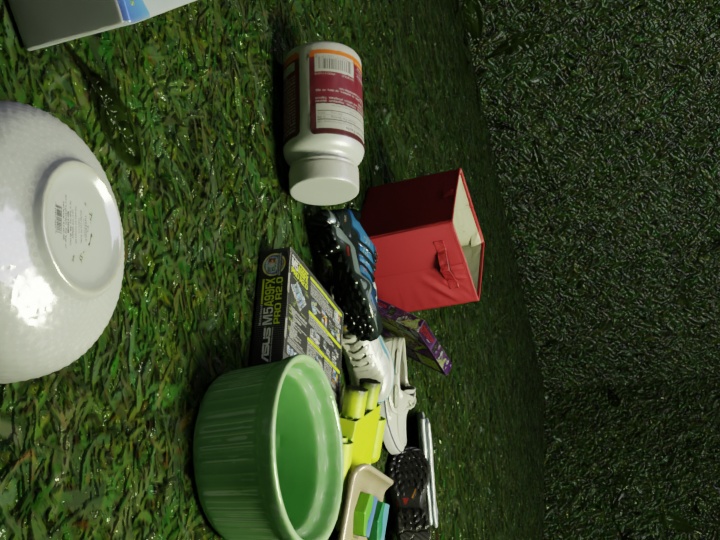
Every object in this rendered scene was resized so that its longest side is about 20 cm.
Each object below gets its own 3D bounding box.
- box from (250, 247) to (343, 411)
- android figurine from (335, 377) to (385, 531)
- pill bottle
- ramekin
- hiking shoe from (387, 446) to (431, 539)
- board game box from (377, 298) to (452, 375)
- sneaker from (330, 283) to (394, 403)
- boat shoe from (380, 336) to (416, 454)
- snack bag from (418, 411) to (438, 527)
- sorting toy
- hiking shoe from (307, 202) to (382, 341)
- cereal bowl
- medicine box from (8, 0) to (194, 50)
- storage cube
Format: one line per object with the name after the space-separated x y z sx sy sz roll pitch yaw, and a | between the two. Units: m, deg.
-0.076 0.088 1.128 0.200 0.044 0.162 55 32 -57 | box
-0.010 0.253 1.201 0.182 0.041 0.202 -3 102 -73 | android figurine
-0.051 -0.201 1.210 0.114 0.113 0.202 41 45 -65 | pill bottle
-0.096 0.193 0.930 0.200 0.097 0.202 -8 90 -73 | ramekin
0.078 0.397 1.482 0.201 0.075 0.101 -87 -176 -46 | hiking shoe
0.083 0.113 1.514 0.032 0.119 0.200 -61 151 -16 | board game box
-0.005 0.105 1.318 0.081 0.076 0.202 -6 82 -66 | sneaker
0.064 0.211 1.489 0.072 0.065 0.202 0 83 -73 | boat shoe
0.125 0.363 1.620 0.200 0.021 0.191 67 18 -84 | snack bag
0.002 0.369 1.169 0.185 0.036 0.202 57 46 -66 | sorting toy
0.000 0.000 1.256 0.086 0.074 0.202 -17 86 -40 | hiking shoe
-0.229 -0.024 0.621 0.200 0.082 0.203 -6 90 -73 | cereal bowl
-0.219 -0.302 0.731 0.200 0.102 0.184 -61 140 -61 | medicine box
0.107 -0.049 1.534 0.201 0.178 0.172 -73 147 -51 | storage cube
